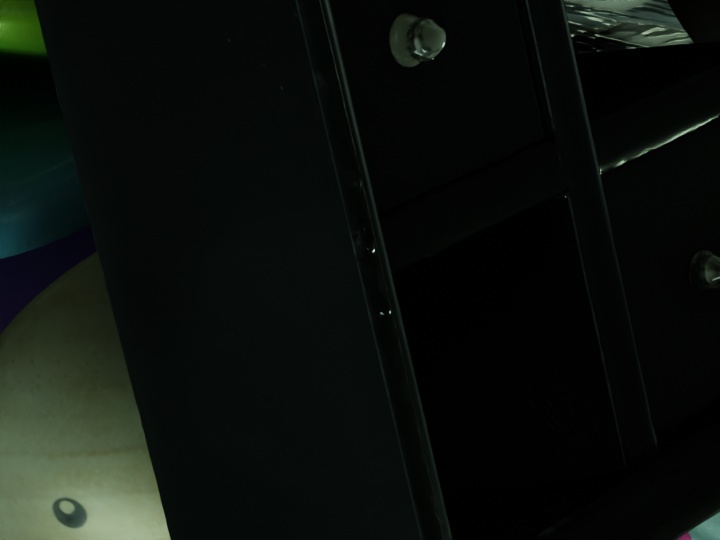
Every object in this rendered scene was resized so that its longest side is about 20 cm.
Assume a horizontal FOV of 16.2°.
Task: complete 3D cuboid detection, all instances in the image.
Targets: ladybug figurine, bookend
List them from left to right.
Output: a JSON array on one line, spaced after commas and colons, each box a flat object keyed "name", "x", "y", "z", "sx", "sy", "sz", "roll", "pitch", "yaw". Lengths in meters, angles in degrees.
[{"name": "ladybug figurine", "x": -0.030, "y": 0.048, "z": 0.705, "sx": 0.072, "sy": 0.136, "sz": 0.200, "roll": 46, "pitch": -164, "yaw": 25}, {"name": "bookend", "x": 0.035, "y": -0.034, "z": 0.625, "sx": 0.092, "sy": 0.200, "sz": 0.199, "roll": 0, "pitch": -162, "yaw": 46}]

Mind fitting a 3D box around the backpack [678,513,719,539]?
[{"name": "backpack", "x": 0.188, "y": 0.033, "z": 0.848, "sx": 0.199, "sy": 0.179, "sz": 0.151, "roll": 14, "pitch": 149, "yaw": -13}]

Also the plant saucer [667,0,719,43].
[{"name": "plant saucer", "x": 0.176, "y": -0.062, "z": 0.691, "sx": 0.199, "sy": 0.032, "sz": 0.200, "roll": 9, "pitch": 173, "yaw": 1}]

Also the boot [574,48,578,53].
[{"name": "boot", "x": -0.001, "y": 0.000, "z": 0.843, "sx": 0.197, "sy": 0.164, "sz": 0.073, "roll": 7, "pitch": 174, "yaw": 20}]

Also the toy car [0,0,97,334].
[{"name": "toy car", "x": -0.088, "y": -0.034, "z": 0.734, "sx": 0.174, "sy": 0.151, "sz": 0.200, "roll": 6, "pitch": 172, "yaw": 21}]
